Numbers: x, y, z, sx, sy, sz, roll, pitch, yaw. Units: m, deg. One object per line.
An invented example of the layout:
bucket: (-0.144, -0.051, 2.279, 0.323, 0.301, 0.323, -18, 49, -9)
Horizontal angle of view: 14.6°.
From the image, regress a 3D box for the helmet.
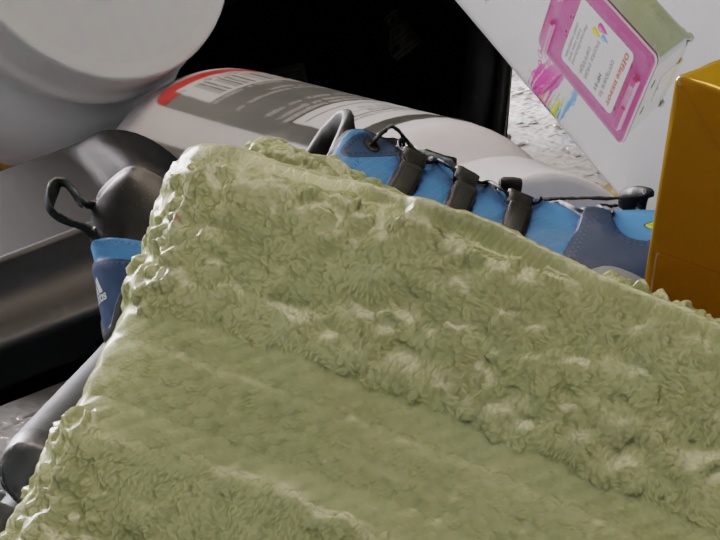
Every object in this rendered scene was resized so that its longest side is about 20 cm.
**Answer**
helmet: (-0.028, -0.103, 1.169, 0.199, 0.191, 0.200, -5, 15, 1)

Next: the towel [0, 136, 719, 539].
towel: (0.019, 0.059, 0.650, 0.199, 0.149, 0.037, 20, -16, 18)

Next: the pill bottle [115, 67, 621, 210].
pill bottle: (0.000, 0.000, 0.945, 0.114, 0.114, 0.200, -15, 19, -31)

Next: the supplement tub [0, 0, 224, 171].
supplement tub: (-0.154, -0.092, 1.063, 0.144, 0.145, 0.200, -20, -5, -42)

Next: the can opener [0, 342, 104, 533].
can opener: (-0.075, 0.070, 0.771, 0.066, 0.053, 0.200, 24, 22, 0)

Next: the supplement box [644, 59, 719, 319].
supplement box: (0.203, 0.017, 0.723, 0.197, 0.133, 0.200, 21, 27, 32)

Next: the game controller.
game controller: (-0.136, 0.012, 0.884, 0.199, 0.042, 0.104, -21, 29, -17)

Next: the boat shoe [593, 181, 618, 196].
boat shoe: (0.106, 0.001, 0.985, 0.069, 0.074, 0.200, -21, 21, -30)

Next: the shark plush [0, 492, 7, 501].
shark plush: (-0.124, 0.093, 0.752, 0.083, 0.091, 0.200, 23, 6, -13)

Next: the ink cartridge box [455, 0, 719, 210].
ink cartridge box: (0.130, -0.082, 0.924, 0.144, 0.085, 0.200, -6, 46, -38)

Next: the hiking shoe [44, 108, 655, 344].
hiking shoe: (0.022, -0.006, 0.748, 0.199, 0.087, 0.074, -13, -6, -27)
